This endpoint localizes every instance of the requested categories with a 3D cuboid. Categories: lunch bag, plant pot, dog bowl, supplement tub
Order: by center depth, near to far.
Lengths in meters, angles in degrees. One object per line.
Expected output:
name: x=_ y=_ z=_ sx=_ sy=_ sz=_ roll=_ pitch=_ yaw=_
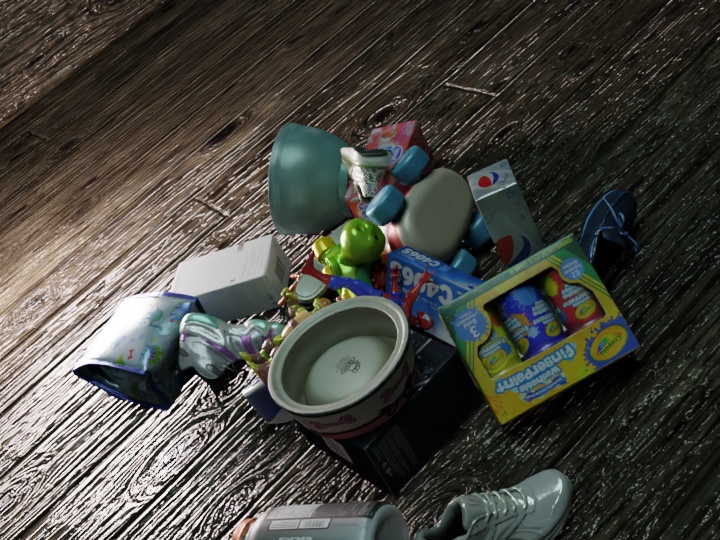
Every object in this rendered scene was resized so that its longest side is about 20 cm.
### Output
supplement tub: x=-0.049 y=0.339 z=1.190 sx=0.199 sy=0.123 sz=0.123 roll=-10 pitch=39 yaw=28
dog bowl: x=-0.015 y=0.128 z=1.289 sx=0.199 sy=0.074 sz=0.201 roll=-20 pitch=36 yaw=15
lunch bag: x=-0.366 y=0.127 z=1.687 sx=0.199 sy=0.128 sz=0.171 roll=9 pitch=50 yaw=30
plant pot: x=-0.067 y=-0.158 z=1.783 sx=0.133 sy=0.201 sz=0.201 roll=5 pitch=45 yaw=16

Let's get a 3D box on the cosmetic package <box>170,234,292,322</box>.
cosmetic package: x=-0.228 y=0.024 z=1.753 sx=0.199 sy=0.081 sz=0.113 roll=-16 pitch=39 yaw=18

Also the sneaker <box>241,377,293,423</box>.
sneaker: x=-0.081 y=0.141 z=1.513 sx=0.199 sy=0.081 sz=0.115 roll=-32 pitch=24 yaw=0

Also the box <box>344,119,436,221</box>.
box: x=0.056 y=-0.160 z=1.759 sx=0.095 sy=0.100 sz=0.201 roll=-9 pitch=39 yaw=28

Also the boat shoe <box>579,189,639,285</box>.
boat shoe: x=0.348 y=-0.027 z=1.403 sx=0.068 sy=0.084 sz=0.201 roll=-8 pitch=51 yaw=58

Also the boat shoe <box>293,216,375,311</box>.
boat shoe: x=-0.039 y=-0.007 z=1.671 sx=0.075 sy=0.061 sz=0.200 roll=33 pitch=65 yaw=31

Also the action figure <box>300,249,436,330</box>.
action figure: x=0.025 y=0.010 z=1.413 sx=0.099 sy=0.199 sz=0.065 roll=-60 pitch=3 yaw=-3

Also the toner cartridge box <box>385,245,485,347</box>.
toner cartridge box: x=0.120 y=0.045 z=1.424 sx=0.043 sy=0.096 sz=0.199 roll=-21 pitch=34 yaw=-39

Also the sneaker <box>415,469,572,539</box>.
sneaker: x=0.150 y=0.282 z=1.133 sx=0.199 sy=0.100 sz=0.078 roll=-34 pitch=35 yaw=-6

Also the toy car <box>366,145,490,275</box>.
toy car: x=0.079 y=-0.059 z=1.597 sx=0.200 sy=0.184 sz=0.177 roll=-34 pitch=20 yaw=54

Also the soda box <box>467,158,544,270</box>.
soda box: x=0.217 y=-0.053 z=1.416 sx=0.063 sy=0.201 sz=0.068 roll=-23 pitch=36 yaw=10

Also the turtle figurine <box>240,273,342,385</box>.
turtle figurine: x=-0.098 y=0.088 z=1.460 sx=0.161 sy=0.065 sz=0.200 roll=-42 pitch=36 yaw=-6

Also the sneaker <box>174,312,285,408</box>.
sneaker: x=-0.196 y=0.149 z=1.587 sx=0.198 sy=0.078 sz=0.141 roll=5 pitch=70 yaw=8

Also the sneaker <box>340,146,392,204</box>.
sneaker: x=0.004 y=-0.153 z=1.621 sx=0.076 sy=0.089 sz=0.200 roll=6 pitch=5 yaw=-4

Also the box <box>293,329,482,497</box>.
box: x=0.025 y=0.172 z=1.360 sx=0.182 sy=0.104 sz=0.199 roll=-44 pitch=37 yaw=-21

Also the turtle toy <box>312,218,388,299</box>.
turtle toy: x=0.000 y=0.000 z=1.522 sx=0.101 sy=0.200 sz=0.146 roll=-27 pitch=57 yaw=-7

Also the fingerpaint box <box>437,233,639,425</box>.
fingerpaint box: x=0.224 y=0.077 z=1.281 sx=0.199 sy=0.073 sz=0.168 roll=-29 pitch=78 yaw=1
